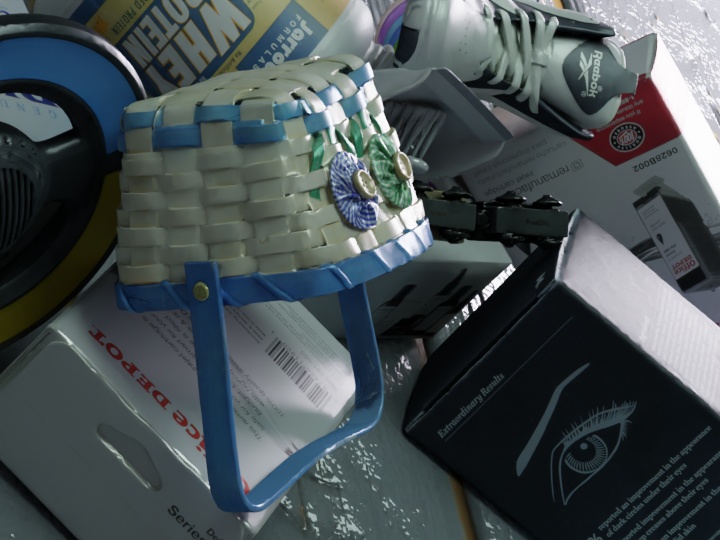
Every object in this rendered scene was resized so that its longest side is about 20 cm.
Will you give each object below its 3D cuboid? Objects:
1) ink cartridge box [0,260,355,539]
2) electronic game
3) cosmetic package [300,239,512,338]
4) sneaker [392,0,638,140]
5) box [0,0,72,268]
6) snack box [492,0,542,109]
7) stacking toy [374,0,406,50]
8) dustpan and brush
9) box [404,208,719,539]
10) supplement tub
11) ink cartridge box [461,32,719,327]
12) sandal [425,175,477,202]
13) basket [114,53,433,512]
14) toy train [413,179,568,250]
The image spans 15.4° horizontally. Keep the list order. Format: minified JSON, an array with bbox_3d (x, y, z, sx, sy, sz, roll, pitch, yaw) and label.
[{"bbox_3d":[-0.096,0.066,1.380,0.146,0.084,0.200,46,28,-2],"label":"ink cartridge box"},{"bbox_3d":[-0.186,-0.034,1.276,0.199,0.201,0.042,9,28,-48],"label":"electronic game"},{"bbox_3d":[0.000,0.000,1.604,0.199,0.083,0.051,2,49,-52],"label":"cosmetic package"},{"bbox_3d":[0.100,-0.131,1.600,0.129,0.080,0.199,13,-6,15],"label":"sneaker"},{"bbox_3d":[-0.254,-0.097,1.366,0.183,0.105,0.201,8,45,-48],"label":"box"},{"bbox_3d":[0.111,-0.140,1.856,0.037,0.201,0.116,-3,33,6],"label":"snack box"},{"bbox_3d":[0.048,-0.137,1.802,0.085,0.085,0.200,41,12,-8],"label":"stacking toy"},{"bbox_3d":[-0.027,-0.067,1.524,0.140,0.199,0.058,36,56,-64],"label":"dustpan and brush"},{"bbox_3d":[0.151,0.089,1.618,0.200,0.148,0.104,41,28,-9],"label":"box"},{"bbox_3d":[-0.083,-0.143,1.617,0.200,0.145,0.145,40,28,-8],"label":"supplement tub"},{"bbox_3d":[0.174,-0.030,1.747,0.201,0.146,0.083,59,20,-18],"label":"ink cartridge box"},{"bbox_3d":[0.013,-0.086,1.781,0.203,0.050,0.082,49,10,35],"label":"sandal"},{"bbox_3d":[-0.042,0.003,1.312,0.176,0.138,0.201,-35,122,-64],"label":"basket"},{"bbox_3d":[0.032,-0.033,1.526,0.199,0.046,0.034,5,87,-34],"label":"toy train"}]
